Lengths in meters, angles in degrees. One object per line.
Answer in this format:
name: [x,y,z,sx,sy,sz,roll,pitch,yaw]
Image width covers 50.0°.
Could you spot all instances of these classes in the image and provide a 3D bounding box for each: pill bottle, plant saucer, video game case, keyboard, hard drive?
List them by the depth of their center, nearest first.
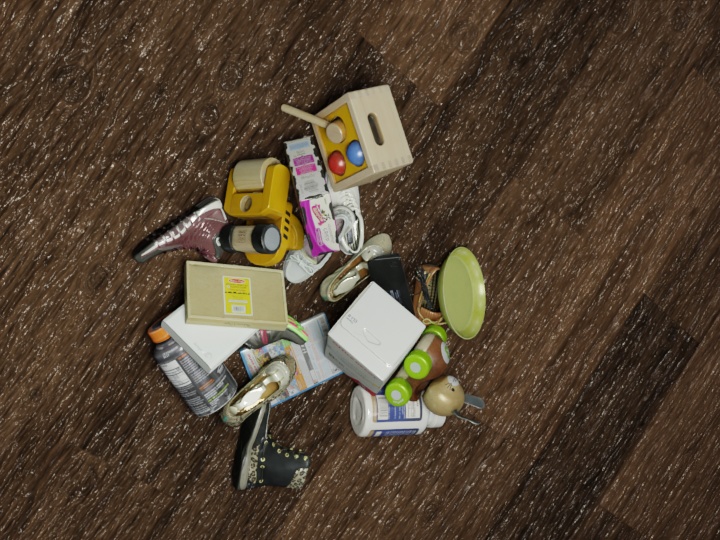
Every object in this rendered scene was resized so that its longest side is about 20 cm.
hard drive: [-0.268,0.090,1.499,0.132,0.026,0.200,43,50,6]
pill bottle: [-0.336,0.180,1.525,0.106,0.106,0.202,-34,110,-11]
keyboard: [0.094,0.050,1.639,0.125,0.021,0.202,-5,124,17]
video game case: [-0.144,0.193,1.649,0.198,0.018,0.145,-24,108,-15]
plant saucer: [0.219,0.050,1.706,0.199,0.031,0.203,11,76,-53]
pill bottle: [0.084,0.307,1.706,0.197,0.111,0.113,2,99,-21]

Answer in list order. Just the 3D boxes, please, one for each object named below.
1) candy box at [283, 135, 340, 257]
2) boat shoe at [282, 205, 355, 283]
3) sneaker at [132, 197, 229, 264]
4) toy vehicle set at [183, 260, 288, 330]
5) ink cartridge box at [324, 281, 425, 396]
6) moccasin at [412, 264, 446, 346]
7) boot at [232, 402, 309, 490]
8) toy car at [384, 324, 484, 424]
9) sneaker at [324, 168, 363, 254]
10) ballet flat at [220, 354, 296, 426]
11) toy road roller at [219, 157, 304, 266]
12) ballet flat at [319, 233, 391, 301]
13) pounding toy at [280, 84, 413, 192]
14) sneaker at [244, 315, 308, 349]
candy box: [-0.092,-0.143,1.471,0.060,0.201,0.138,-14,133,-5]
boat shoe: [-0.090,-0.048,1.567,0.074,0.065,0.202,45,110,-5]
sneaker: [-0.332,-0.045,1.503,0.199,0.076,0.116,-35,113,-12]
toy vehicle set: [-0.242,0.050,1.504,0.197,0.027,0.126,6,56,-22]
ink cartridge box: [0.025,0.144,1.572,0.145,0.200,0.145,39,74,7]
moccasin: [0.156,0.090,1.710,0.073,0.078,0.205,6,98,-24]
boot: [-0.179,0.372,1.642,0.152,0.073,0.206,11,100,-25]
toy car: [0.176,0.242,1.622,0.199,0.164,0.159,35,116,6]
sneaker: [-0.025,-0.131,1.603,0.072,0.071,0.203,-16,103,-17]
ballet flat: [-0.197,0.238,1.558,0.199,0.075,0.068,-40,87,-27]
toy road roller: [-0.182,-0.110,1.522,0.145,0.122,0.203,14,81,-53]
ballet flat: [0.000,0.000,1.642,0.200,0.062,0.068,-42,111,-9]
pounding toy: [-0.030,-0.269,1.515,0.141,0.183,0.203,-20,92,-33]
sneaker: [-0.204,0.123,1.588,0.197,0.077,0.085,14,101,-11]
